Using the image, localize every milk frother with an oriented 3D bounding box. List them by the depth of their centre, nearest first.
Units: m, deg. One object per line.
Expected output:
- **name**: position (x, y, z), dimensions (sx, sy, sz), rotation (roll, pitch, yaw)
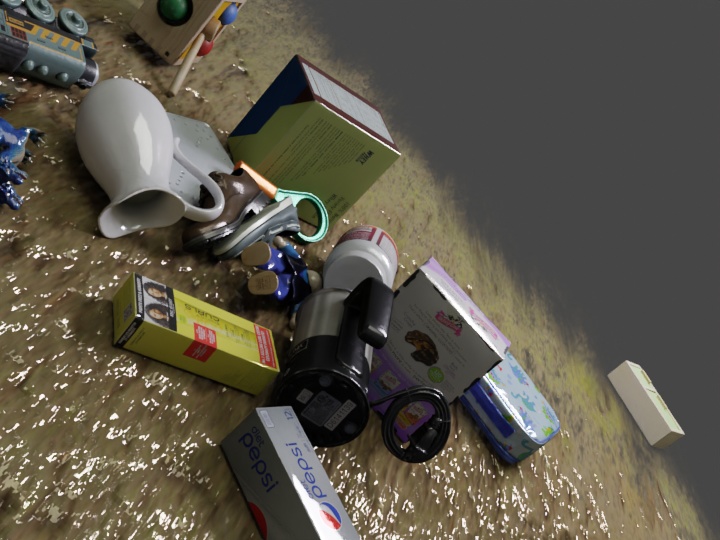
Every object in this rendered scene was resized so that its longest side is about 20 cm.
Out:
- **milk frother**: position (0.009, 0.135, 1.082), dimensions (0.201, 0.179, 0.189), rotation (51, 22, -21)

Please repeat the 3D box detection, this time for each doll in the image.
- **doll**: position (-0.103, 0.015, 1.191), dimensions (0.200, 0.048, 0.138), rotation (18, 57, -72)

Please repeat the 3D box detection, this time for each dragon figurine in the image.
- **dragon figurine**: position (-0.426, -0.159, 0.948), dimensions (0.200, 0.059, 0.099), rotation (48, 24, 1)

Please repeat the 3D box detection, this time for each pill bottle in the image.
- **pill bottle**: position (0.000, 0.000, 1.300), dimensions (0.110, 0.110, 0.200), rotation (44, 14, -5)

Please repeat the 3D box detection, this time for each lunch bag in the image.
- **lunch bag**: position (0.237, 0.217, 1.422), dimensions (0.201, 0.082, 0.160), rotation (53, 24, 15)

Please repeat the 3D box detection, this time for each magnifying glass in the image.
- **magnifying glass**: position (-0.124, -0.112, 1.350), dimensions (0.199, 0.022, 0.081), rotation (35, 62, -37)

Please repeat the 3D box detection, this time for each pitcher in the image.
- **pitcher**: position (-0.272, -0.144, 1.089), dimensions (0.170, 0.121, 0.202), rotation (0, 54, -36)

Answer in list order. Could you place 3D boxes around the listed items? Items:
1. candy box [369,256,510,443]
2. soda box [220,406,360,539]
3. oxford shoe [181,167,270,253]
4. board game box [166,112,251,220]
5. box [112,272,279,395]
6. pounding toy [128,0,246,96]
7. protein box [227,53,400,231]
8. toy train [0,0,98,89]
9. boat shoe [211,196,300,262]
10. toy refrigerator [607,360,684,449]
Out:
- **candy box**: position (0.082, 0.112, 1.187), dimensions (0.168, 0.200, 0.071), rotation (48, 24, 3)
- **soda box**: position (-0.070, 0.246, 0.894), dimensions (0.063, 0.068, 0.201), rotation (10, 43, -55)
- **oxford shoe**: position (-0.200, -0.086, 1.162), dimensions (0.085, 0.072, 0.200), rotation (59, 26, -15)
- **board game box**: position (-0.260, -0.158, 1.259), dimensions (0.199, 0.026, 0.201), rotation (5, 48, -56)
- **box**: position (-0.189, 0.077, 0.982), dimensions (0.199, 0.050, 0.076), rotation (29, 29, -35)
- **pounding toy**: position (-0.292, -0.423, 1.457), dimensions (0.142, 0.184, 0.200), rotation (42, 16, -6)
- **protein box**: position (-0.080, -0.208, 1.418), dimensions (0.199, 0.198, 0.136), rotation (25, 32, -39)
- **toy train**: position (-0.442, -0.310, 1.140), dimensions (0.199, 0.085, 0.115), rotation (14, 51, -53)
- **boat shoe**: position (-0.143, -0.049, 1.227), dimensions (0.062, 0.072, 0.200), rotation (65, 29, -12)
- **toy refrigerator**: position (0.677, 0.316, 2.004), dimensions (0.075, 0.070, 0.201), rotation (20, 34, -43)
